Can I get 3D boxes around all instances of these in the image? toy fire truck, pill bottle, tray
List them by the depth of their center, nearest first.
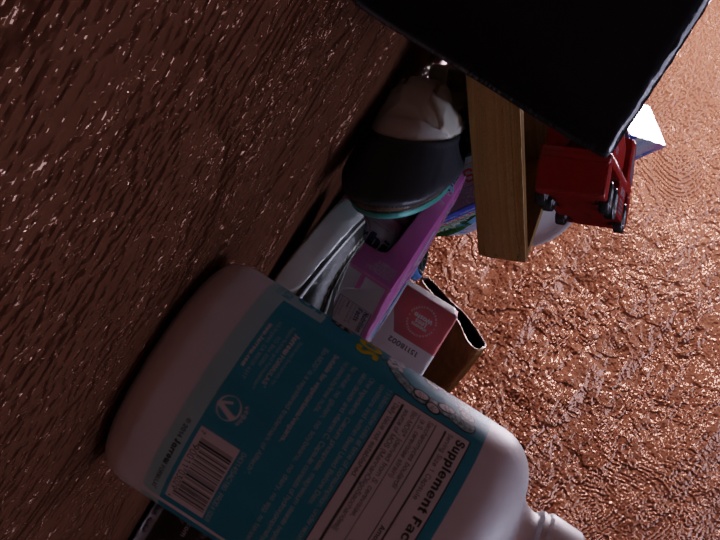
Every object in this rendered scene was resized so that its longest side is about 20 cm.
[{"bbox_3d":[-0.003,0.092,0.564,0.111,0.199,0.111,-57,177,-4],"label":"pill bottle"},{"bbox_3d":[0.093,-0.112,0.780,0.201,0.037,0.099,82,24,-45],"label":"tray"},{"bbox_3d":[0.150,-0.106,0.820,0.200,0.048,0.142,19,81,-72],"label":"toy fire truck"}]

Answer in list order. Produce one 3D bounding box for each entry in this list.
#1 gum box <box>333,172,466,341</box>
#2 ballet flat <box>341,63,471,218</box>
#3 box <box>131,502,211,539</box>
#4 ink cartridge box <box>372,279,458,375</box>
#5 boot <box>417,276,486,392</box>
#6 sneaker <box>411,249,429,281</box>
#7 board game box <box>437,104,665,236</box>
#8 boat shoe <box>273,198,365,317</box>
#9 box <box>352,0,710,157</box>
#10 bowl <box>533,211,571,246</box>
[{"bbox_3d":[0.000,0.000,0.928,0.114,0.066,0.200,-55,175,-32],"label":"gum box"},{"bbox_3d":[0.040,-0.091,0.789,0.073,0.073,0.200,-60,171,28],"label":"ballet flat"},{"bbox_3d":[-0.080,0.224,0.959,0.166,0.164,0.200,-59,177,4],"label":"box"},{"bbox_3d":[-0.016,0.091,1.090,0.201,0.116,0.067,-59,178,5],"label":"ink cartridge box"},{"bbox_3d":[0.025,0.091,1.336,0.068,0.188,0.201,-5,132,-39],"label":"boot"},{"bbox_3d":[0.048,-0.044,1.209,0.083,0.071,0.200,-51,173,-6],"label":"sneaker"},{"bbox_3d":[0.137,-0.082,1.040,0.199,0.041,0.199,-24,174,21],"label":"board game box"},{"bbox_3d":[-0.042,0.050,0.798,0.201,0.063,0.071,-59,177,15],"label":"boat shoe"},{"bbox_3d":[0.105,-0.166,0.527,0.201,0.117,0.197,-60,177,13],"label":"box"},{"bbox_3d":[0.134,-0.127,1.207,0.201,0.090,0.202,-18,-111,54],"label":"bowl"}]
